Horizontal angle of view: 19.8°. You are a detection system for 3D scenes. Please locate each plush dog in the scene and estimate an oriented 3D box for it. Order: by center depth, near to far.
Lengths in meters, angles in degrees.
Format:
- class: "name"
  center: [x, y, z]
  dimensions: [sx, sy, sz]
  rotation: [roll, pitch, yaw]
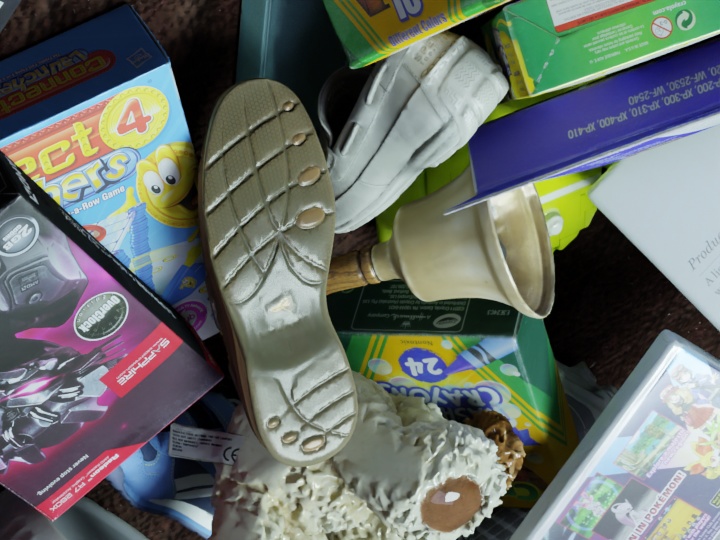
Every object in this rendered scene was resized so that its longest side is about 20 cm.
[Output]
- class: "plush dog"
  center: [-0.001, 0.121, 1.190]
  dimensions: [0.199, 0.161, 0.172]
  rotation: [-33, 149, 16]

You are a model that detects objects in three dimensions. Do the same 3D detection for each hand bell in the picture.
- class: "hand bell"
  center: [0.000, 0.000, 1.164]
  dimensions: [0.198, 0.105, 0.104]
  rotation: [-16, 145, 21]

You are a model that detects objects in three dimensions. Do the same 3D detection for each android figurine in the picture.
- class: "android figurine"
  center: [0.087, -0.062, 1.226]
  dimensions: [0.181, 0.041, 0.201]
  rotation: [-21, 136, -19]

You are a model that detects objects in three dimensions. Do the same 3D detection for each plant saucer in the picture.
- class: "plant saucer"
  center: [-0.032, -0.120, 1.102]
  dimensions: [0.069, 0.019, 0.201]
  rotation: [-15, 134, -25]

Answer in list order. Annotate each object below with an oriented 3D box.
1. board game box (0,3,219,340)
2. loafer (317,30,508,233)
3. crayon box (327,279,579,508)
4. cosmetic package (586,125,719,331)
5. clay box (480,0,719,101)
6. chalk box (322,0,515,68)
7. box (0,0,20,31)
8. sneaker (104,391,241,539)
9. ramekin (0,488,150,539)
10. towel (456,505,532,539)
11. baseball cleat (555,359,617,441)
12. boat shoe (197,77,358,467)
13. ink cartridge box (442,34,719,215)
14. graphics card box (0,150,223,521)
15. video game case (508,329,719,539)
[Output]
- class: "board game box"
  center: [-0.175, -0.011, 1.071]
  dimensions: [0.199, 0.056, 0.197]
  rotation: [-27, 139, -12]
- class: "loafer"
  center: [0.009, -0.076, 1.071]
  dimensions: [0.070, 0.070, 0.200]
  rotation: [-50, -175, -30]
- class: "crayon box"
  center: [0.062, 0.086, 1.274]
  dimensions: [0.125, 0.052, 0.201]
  rotation: [1, 139, 21]
- class: "cosmetic package"
  center: [0.276, -0.028, 1.238]
  dimensions: [0.165, 0.200, 0.165]
  rotation: [-46, 159, 12]
- class: "clay box"
  center: [0.122, -0.123, 1.025]
  dimensions: [0.114, 0.200, 0.048]
  rotation: [-19, 95, 1]
- class: "chalk box"
  center: [0.031, -0.215, 0.928]
  dimensions: [0.123, 0.201, 0.124]
  rotation: [-28, -175, -34]
- class: "box"
  center: [-0.182, -0.195, 0.910]
  dimensions: [0.142, 0.036, 0.201]
  rotation: [19, 113, -44]
- class: "sneaker"
  center: [-0.106, 0.101, 1.219]
  dimensions: [0.082, 0.074, 0.200]
  rotation: [-49, 143, 6]
- class: "ramekin"
  center: [-0.156, 0.205, 1.190]
  dimensions: [0.094, 0.202, 0.202]
  rotation: [-52, 139, 1]
- class: "towel"
  center: [0.038, 0.210, 1.339]
  dimensions: [0.165, 0.200, 0.086]
  rotation: [-30, 107, -15]
- class: "baseball cleat"
  center: [0.101, 0.093, 1.357]
  dimensions: [0.107, 0.070, 0.199]
  rotation: [-48, 138, 12]
- class: "boat shoe"
  center: [-0.052, 0.000, 1.077]
  dimensions: [0.071, 0.067, 0.202]
  rotation: [-13, 101, -21]
- class: "ink cartridge box"
  center: [0.159, -0.088, 1.063]
  dimensions: [0.197, 0.044, 0.200]
  rotation: [-19, -179, 30]
- class: "graphics card box"
  center: [-0.170, 0.036, 1.037]
  dimensions: [0.125, 0.051, 0.200]
  rotation: [-39, 139, 2]
- class: "video game case"
  center: [0.195, 0.157, 1.241]
  dimensions: [0.181, 0.023, 0.201]
  rotation: [29, 105, -21]
